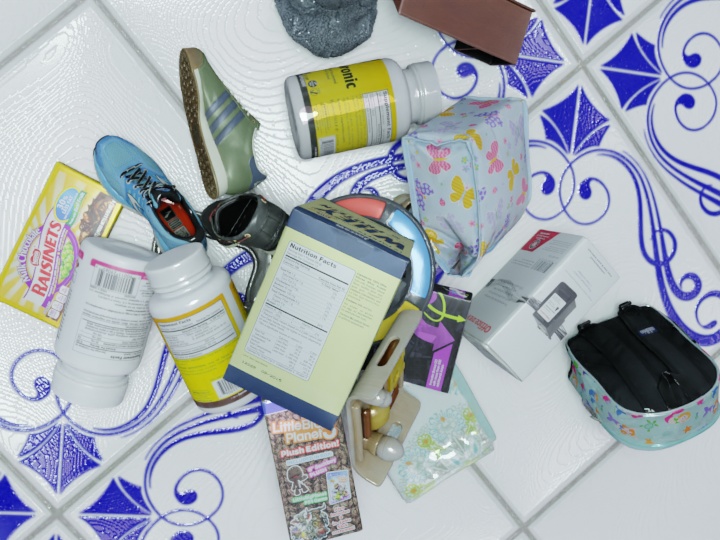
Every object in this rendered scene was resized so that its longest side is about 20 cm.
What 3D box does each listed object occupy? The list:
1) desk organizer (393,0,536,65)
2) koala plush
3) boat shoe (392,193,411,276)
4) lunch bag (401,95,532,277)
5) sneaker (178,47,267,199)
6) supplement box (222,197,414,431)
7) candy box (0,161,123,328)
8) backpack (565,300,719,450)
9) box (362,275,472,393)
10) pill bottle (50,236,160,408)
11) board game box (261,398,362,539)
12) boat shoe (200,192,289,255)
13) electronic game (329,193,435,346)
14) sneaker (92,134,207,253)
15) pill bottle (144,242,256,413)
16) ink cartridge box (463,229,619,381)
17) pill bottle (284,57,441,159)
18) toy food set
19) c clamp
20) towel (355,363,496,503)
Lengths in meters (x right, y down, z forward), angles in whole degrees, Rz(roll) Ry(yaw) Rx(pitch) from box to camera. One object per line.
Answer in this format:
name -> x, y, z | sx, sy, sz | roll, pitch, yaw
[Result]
desk organizer -> 0.129, -0.347, 0.995 | 0.198, 0.072, 0.078 | 14, 97, -26
koala plush -> -0.032, -0.372, 0.923 | 0.175, 0.200, 0.186 | -4, 97, -9
boat shoe -> 0.039, -0.012, 1.045 | 0.071, 0.065, 0.202 | 17, 94, -11
lunch bag -> 0.146, -0.110, 0.988 | 0.169, 0.126, 0.202 | -40, 127, -41
sneaker -> -0.180, -0.200, 0.993 | 0.089, 0.067, 0.203 | -13, 89, -29
supplement box -> -0.039, 0.038, 0.856 | 0.133, 0.200, 0.202 | 25, 100, 2
candy box -> -0.402, -0.033, 0.988 | 0.101, 0.026, 0.202 | 26, 91, -10
backpack -> 0.409, 0.163, 1.062 | 0.176, 0.200, 0.152 | -22, 119, -8
box -> 0.043, 0.077, 1.023 | 0.198, 0.036, 0.145 | 14, 110, 8
pill bottle -> -0.331, 0.068, 0.964 | 0.112, 0.113, 0.202 | 17, 97, -11
board game box -> -0.073, 0.239, 1.007 | 0.096, 0.159, 0.203 | -11, 99, -9
boat shoe -> -0.154, -0.067, 0.928 | 0.063, 0.201, 0.074 | 31, 81, -35
electronic game -> 0.000, 0.000, 0.970 | 0.197, 0.042, 0.203 | 1, 94, 8
sneaker -> -0.264, -0.101, 0.957 | 0.200, 0.090, 0.078 | 48, 64, -4
pill bottle -> -0.195, 0.071, 0.932 | 0.108, 0.109, 0.202 | -23, 111, -6
ink cartridge box -> 0.241, 0.044, 1.045 | 0.083, 0.145, 0.200 | 44, 88, -14
pill bottle -> 0.004, -0.222, 0.992 | 0.198, 0.111, 0.113 | -13, 98, -9
toy food set -> 0.043, 0.162, 0.928 | 0.060, 0.201, 0.144 | 19, 50, 19
c clamp -> -0.203, 0.013, 1.026 | 0.198, 0.027, 0.172 | 24, 91, -11
towel -> 0.090, 0.220, 1.089 | 0.170, 0.048, 0.201 | -31, 100, -6
